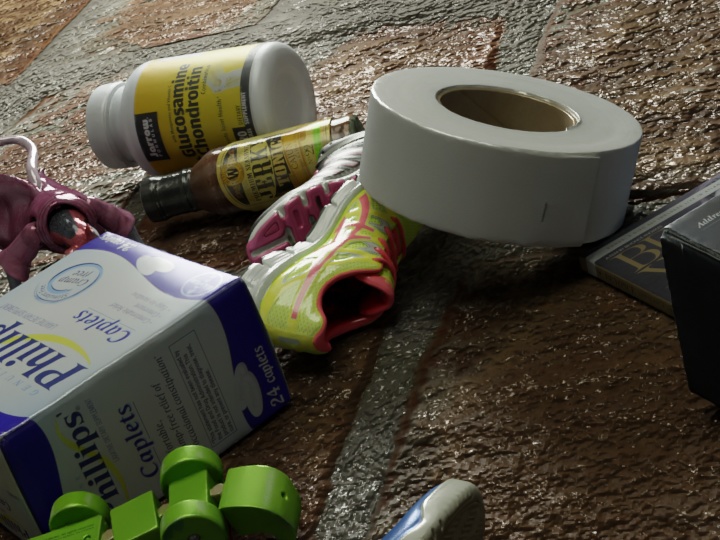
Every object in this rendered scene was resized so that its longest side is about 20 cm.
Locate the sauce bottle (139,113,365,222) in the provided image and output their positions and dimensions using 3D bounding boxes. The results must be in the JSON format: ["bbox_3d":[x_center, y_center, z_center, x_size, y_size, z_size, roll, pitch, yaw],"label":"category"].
[{"bbox_3d":[-0.091,-0.082,1.346,0.199,0.065,0.065,-15,27,12],"label":"sauce bottle"}]

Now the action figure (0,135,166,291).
[{"bbox_3d":[-0.247,-0.048,1.307,0.133,0.150,0.200,-22,13,-19],"label":"action figure"}]

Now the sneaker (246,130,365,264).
[{"bbox_3d":[-0.016,-0.057,1.247,0.200,0.074,0.087,-36,22,-23],"label":"sneaker"}]

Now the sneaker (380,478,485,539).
[{"bbox_3d":[-0.021,0.173,0.816,0.111,0.077,0.200,13,47,31],"label":"sneaker"}]

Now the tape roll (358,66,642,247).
[{"bbox_3d":[0.101,-0.086,1.139,0.201,0.071,0.203,8,22,-3],"label":"tape roll"}]

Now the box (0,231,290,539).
[{"bbox_3d":[-0.187,0.078,1.069,0.200,0.105,0.184,-36,31,-28],"label":"box"}]

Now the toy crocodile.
[{"bbox_3d":[-0.132,0.162,0.937,0.199,0.062,0.068,-22,32,6],"label":"toy crocodile"}]

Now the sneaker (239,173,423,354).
[{"bbox_3d":[0.000,0.000,1.140,0.090,0.078,0.200,19,49,35],"label":"sneaker"}]

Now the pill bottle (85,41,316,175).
[{"bbox_3d":[-0.149,-0.143,1.440,0.199,0.112,0.112,-5,30,26],"label":"pill bottle"}]

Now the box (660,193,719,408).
[{"bbox_3d":[0.306,0.012,0.843,0.199,0.124,0.196,-29,35,-19],"label":"box"}]

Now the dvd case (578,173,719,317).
[{"bbox_3d":[0.260,-0.010,1.039,0.148,0.016,0.200,-29,29,-17],"label":"dvd case"}]
